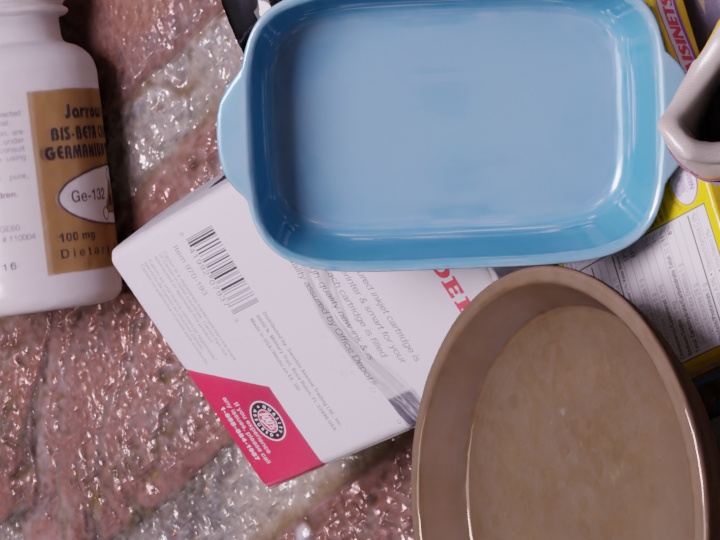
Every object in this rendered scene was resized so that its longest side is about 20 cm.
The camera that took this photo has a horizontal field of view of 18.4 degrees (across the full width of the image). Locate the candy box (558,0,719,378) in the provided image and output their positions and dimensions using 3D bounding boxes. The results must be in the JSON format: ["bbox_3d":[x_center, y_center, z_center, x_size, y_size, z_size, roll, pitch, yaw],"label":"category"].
[{"bbox_3d":[0.118,-0.048,0.980,0.102,0.026,0.201,-32,67,51],"label":"candy box"}]

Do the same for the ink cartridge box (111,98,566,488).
[{"bbox_3d":[0.000,0.000,1.062,0.200,0.083,0.145,-27,100,40],"label":"ink cartridge box"}]

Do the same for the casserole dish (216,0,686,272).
[{"bbox_3d":[0.039,-0.063,0.939,0.039,0.199,0.122,-112,20,-79],"label":"casserole dish"}]

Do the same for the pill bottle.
[{"bbox_3d":[-0.200,-0.076,1.240,0.114,0.114,0.201,-4,93,43],"label":"pill bottle"}]

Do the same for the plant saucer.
[{"bbox_3d":[0.087,0.098,0.927,0.200,0.029,0.201,3,94,58],"label":"plant saucer"}]

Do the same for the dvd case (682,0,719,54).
[{"bbox_3d":[0.167,-0.116,0.965,0.148,0.016,0.201,-7,91,43],"label":"dvd case"}]

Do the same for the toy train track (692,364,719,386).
[{"bbox_3d":[0.167,0.030,0.976,0.200,0.032,0.115,-32,71,48],"label":"toy train track"}]

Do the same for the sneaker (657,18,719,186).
[{"bbox_3d":[0.200,-0.107,0.865,0.075,0.090,0.200,47,110,22],"label":"sneaker"}]

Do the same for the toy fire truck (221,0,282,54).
[{"bbox_3d":[0.021,-0.179,1.022,0.200,0.176,0.129,-22,77,0],"label":"toy fire truck"}]

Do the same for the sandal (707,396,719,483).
[{"bbox_3d":[0.228,0.054,0.864,0.200,0.080,0.057,-16,118,17],"label":"sandal"}]
